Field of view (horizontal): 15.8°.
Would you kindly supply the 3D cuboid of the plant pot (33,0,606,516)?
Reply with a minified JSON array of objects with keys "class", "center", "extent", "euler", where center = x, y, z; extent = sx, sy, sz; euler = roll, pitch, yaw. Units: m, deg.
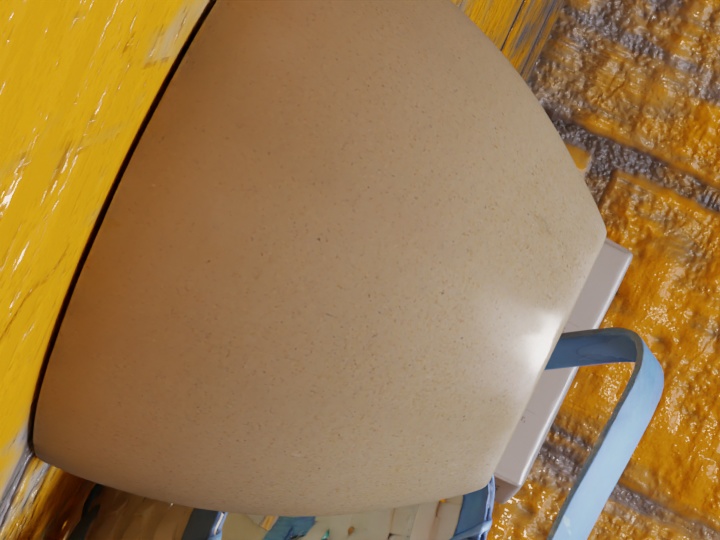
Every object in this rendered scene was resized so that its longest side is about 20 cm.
[{"class":"plant pot","center":[0.000,0.000,0.836],"extent":[0.200,0.134,0.200],"euler":[-63,175,-10]}]

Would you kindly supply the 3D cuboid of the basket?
[{"class":"basket","center":[0.001,0.093,0.949],"extent":[0.200,0.139,0.176],"euler":[-5,-137,44]}]

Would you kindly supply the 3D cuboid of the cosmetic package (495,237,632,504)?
[{"class":"cosmetic package","center":[0.088,0.051,1.997],"extent":[0.200,0.166,0.167],"euler":[-63,176,-10]}]
